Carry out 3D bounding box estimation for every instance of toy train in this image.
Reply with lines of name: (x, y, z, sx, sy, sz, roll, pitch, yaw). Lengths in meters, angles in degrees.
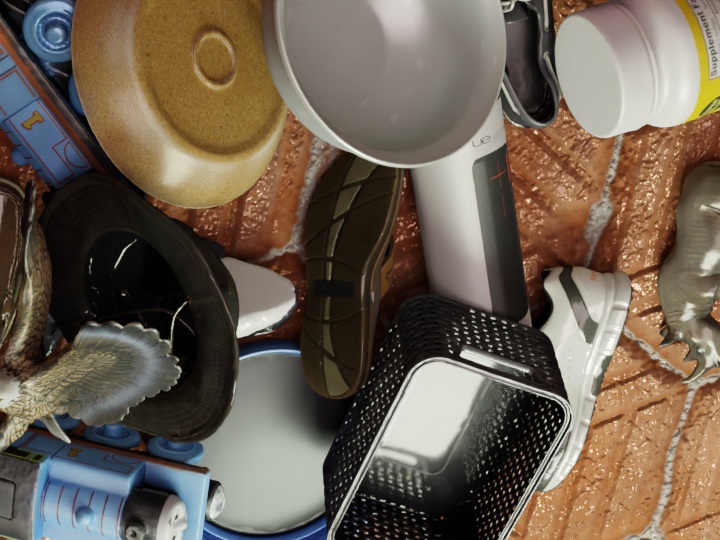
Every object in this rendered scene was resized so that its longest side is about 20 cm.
toy train: (-0.206, 0.165, 1.165, 0.198, 0.114, 0.088, 13, 109, 11)
toy train: (-0.213, -0.122, 1.093, 0.114, 0.087, 0.201, -31, 117, 8)

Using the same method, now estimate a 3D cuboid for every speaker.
speaker: (0.084, -0.040, 1.199, 0.080, 0.081, 0.202, -13, 111, -8)

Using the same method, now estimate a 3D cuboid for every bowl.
bowl: (0.002, -0.169, 1.094, 0.200, 0.090, 0.203, 3, 85, -35)
bowl: (-0.072, 0.151, 1.253, 0.198, 0.039, 0.203, -4, 111, -11)

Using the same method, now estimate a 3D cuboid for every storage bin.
storage bin: (0.063, 0.135, 1.183, 0.134, 0.094, 0.201, 19, 116, -13)

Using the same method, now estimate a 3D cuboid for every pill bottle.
pill bottle: (0.255, -0.175, 1.153, 0.198, 0.114, 0.115, -20, 113, -18)

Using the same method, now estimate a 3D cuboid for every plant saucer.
plant saucer: (-0.112, -0.146, 1.073, 0.199, 0.035, 0.202, 9, 78, -46)

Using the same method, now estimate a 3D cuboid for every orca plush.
orca plush: (-0.150, 0.041, 1.179, 0.198, 0.106, 0.071, -16, 149, -22)

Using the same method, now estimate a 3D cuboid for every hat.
hat: (-0.137, 0.017, 1.077, 0.081, 0.199, 0.203, -30, 120, -44)

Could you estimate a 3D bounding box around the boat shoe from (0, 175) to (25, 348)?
boat shoe: (-0.290, 0.032, 1.140, 0.074, 0.075, 0.204, 12, 106, -17)

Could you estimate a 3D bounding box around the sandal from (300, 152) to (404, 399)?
sandal: (0.000, 0.000, 1.195, 0.054, 0.081, 0.202, 2, 93, -55)

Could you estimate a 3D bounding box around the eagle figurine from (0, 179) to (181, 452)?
eagle figurine: (-0.223, 0.059, 1.050, 0.151, 0.151, 0.200, 34, 106, -30)

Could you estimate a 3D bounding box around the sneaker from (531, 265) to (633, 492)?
sneaker: (0.163, 0.088, 1.278, 0.079, 0.074, 0.202, 14, 102, -2)

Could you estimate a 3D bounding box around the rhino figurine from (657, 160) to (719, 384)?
rhino figurine: (0.295, 0.001, 1.272, 0.087, 0.060, 0.202, 12, 108, 3)

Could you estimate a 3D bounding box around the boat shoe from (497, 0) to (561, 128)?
boat shoe: (0.121, -0.203, 1.157, 0.072, 0.063, 0.202, -14, 112, -7)
